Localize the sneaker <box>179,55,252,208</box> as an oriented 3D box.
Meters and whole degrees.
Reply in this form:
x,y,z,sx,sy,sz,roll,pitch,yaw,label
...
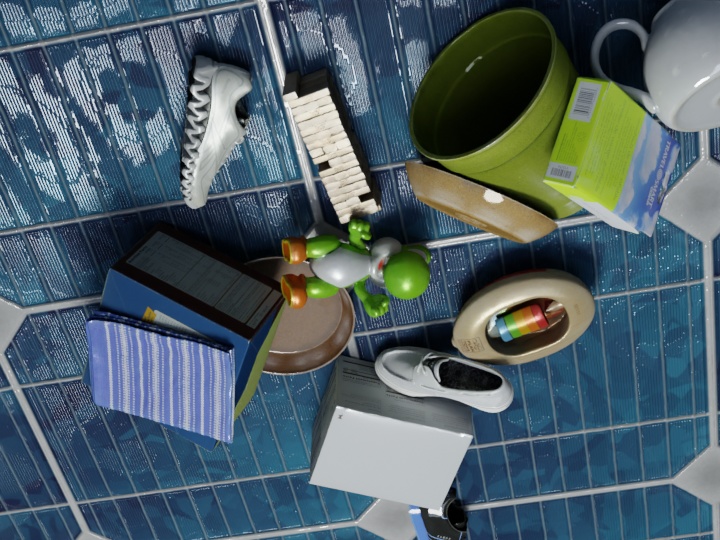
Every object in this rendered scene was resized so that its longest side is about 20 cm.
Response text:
x,y,z,sx,sy,sz,roll,pitch,yaw,label
-0.177,-0.160,1.421,0.080,0.075,0.201,5,126,-14,sneaker

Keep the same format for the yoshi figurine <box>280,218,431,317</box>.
x,y,z,sx,sy,sz,roll,pitch,yaw,label
0.005,-0.001,1.476,0.198,0.113,0.113,-4,149,-18,yoshi figurine

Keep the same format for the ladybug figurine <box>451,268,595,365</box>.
x,y,z,sx,sy,sz,roll,pitch,yaw,label
0.213,0.056,1.565,0.198,0.072,0.136,-18,124,13,ladybug figurine

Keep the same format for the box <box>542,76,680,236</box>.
x,y,z,sx,sy,sz,roll,pitch,yaw,label
0.284,-0.123,1.307,0.199,0.047,0.123,23,85,-51,box

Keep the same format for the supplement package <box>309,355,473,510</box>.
x,y,z,sx,sy,sz,roll,pitch,yaw,label
0.041,0.233,1.670,0.198,0.111,0.157,14,125,-8,supplement package

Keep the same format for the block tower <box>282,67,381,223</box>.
x,y,z,sx,sy,sz,roll,pitch,yaw,label
-0.031,-0.150,1.433,0.057,0.054,0.201,-18,124,12,block tower

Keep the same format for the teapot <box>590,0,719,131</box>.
x,y,z,sx,sy,sz,roll,pitch,yaw,label
0.389,-0.256,1.300,0.199,0.147,0.197,-4,156,-39,teapot

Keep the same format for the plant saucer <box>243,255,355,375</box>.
x,y,z,sx,sy,sz,roll,pitch,yaw,label
-0.106,0.055,1.593,0.198,0.035,0.202,0,126,0,plant saucer

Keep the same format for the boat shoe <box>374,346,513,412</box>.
x,y,z,sx,sy,sz,roll,pitch,yaw,label
0.109,0.141,1.590,0.198,0.072,0.069,20,157,23,boat shoe

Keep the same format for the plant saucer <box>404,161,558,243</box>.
x,y,z,sx,sy,sz,roll,pitch,yaw,label
0.138,-0.075,1.402,0.199,0.200,0.036,23,91,-15,plant saucer

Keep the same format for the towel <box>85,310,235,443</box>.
x,y,z,sx,sy,sz,roll,pitch,yaw,label
-0.250,0.134,1.457,0.198,0.024,0.146,14,122,15,towel

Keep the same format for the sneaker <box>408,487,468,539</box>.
x,y,z,sx,sy,sz,roll,pitch,yaw,label
0.136,0.416,1.824,0.077,0.070,0.201,-10,124,16,sneaker

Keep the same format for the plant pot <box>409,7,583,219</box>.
x,y,z,sx,sy,sz,roll,pitch,yaw,label
0.193,-0.161,1.352,0.200,0.202,0.192,-35,130,23,plant pot

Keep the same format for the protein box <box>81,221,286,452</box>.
x,y,z,sx,sy,sz,roll,pitch,yaw,label
-0.227,0.085,1.517,0.199,0.135,0.200,27,124,7,protein box
